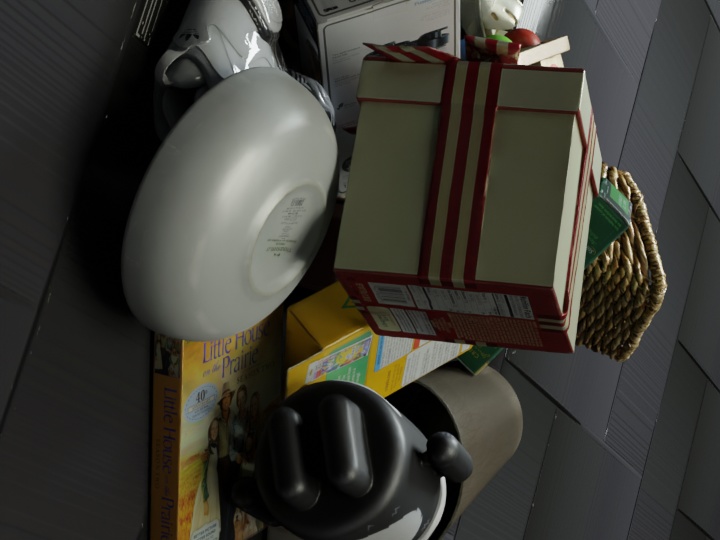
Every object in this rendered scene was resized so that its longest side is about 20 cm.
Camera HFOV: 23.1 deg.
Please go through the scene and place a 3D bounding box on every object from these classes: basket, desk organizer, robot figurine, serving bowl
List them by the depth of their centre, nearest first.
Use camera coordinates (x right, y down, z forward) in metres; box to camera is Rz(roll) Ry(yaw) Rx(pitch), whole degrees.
[{"bbox_3d":[-0.074,-0.035,1.210,0.200,0.065,0.201,-44,149,-35],"label":"serving bowl"},{"bbox_3d":[-0.006,0.159,1.349,0.125,0.149,0.200,-61,155,-9],"label":"robot figurine"},{"bbox_3d":[0.000,0.000,1.482,0.200,0.071,0.078,32,73,-61],"label":"desk organizer"},{"bbox_3d":[0.064,0.156,1.596,0.200,0.135,0.182,-25,136,-63],"label":"basket"},{"bbox_3d":[0.243,-0.020,1.796,0.200,0.148,0.144,98,15,-64],"label":"basket"}]

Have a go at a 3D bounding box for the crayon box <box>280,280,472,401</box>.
[{"bbox_3d":[0.006,0.053,1.408,0.199,0.052,0.126,-28,150,-25],"label":"crayon box"}]

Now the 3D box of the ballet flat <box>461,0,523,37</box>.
[{"bbox_3d":[0.131,-0.231,1.667,0.068,0.063,0.201,-60,147,-34],"label":"ballet flat"}]

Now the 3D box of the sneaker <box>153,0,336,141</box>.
[{"bbox_3d":[-0.088,-0.115,1.273,0.115,0.075,0.201,-60,143,-30],"label":"sneaker"}]

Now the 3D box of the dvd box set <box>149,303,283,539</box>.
[{"bbox_3d":[-0.109,0.119,1.352,0.146,0.029,0.202,-21,117,-60],"label":"dvd box set"}]

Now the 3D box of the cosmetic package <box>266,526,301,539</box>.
[{"bbox_3d":[-0.026,0.315,1.495,0.085,0.107,0.202,-13,112,-62],"label":"cosmetic package"}]

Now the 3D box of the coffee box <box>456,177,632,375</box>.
[{"bbox_3d":[0.167,0.004,1.624,0.200,0.044,0.123,-45,180,14],"label":"coffee box"}]

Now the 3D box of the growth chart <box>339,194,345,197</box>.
[{"bbox_3d":[0.032,-0.124,1.561,0.145,0.018,0.201,52,53,-56],"label":"growth chart"}]

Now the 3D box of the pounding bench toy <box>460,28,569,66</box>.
[{"bbox_3d":[0.100,-0.118,1.512,0.200,0.123,0.157,-28,107,-59],"label":"pounding bench toy"}]

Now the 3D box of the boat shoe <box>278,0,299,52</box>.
[{"bbox_3d":[0.004,-0.202,1.416,0.200,0.073,0.076,6,93,-63],"label":"boat shoe"}]

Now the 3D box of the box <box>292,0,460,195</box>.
[{"bbox_3d":[0.015,-0.157,1.357,0.201,0.116,0.060,84,-16,-54],"label":"box"}]

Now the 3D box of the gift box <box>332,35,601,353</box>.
[{"bbox_3d":[0.069,-0.060,1.273,0.185,0.198,0.188,69,30,-70],"label":"gift box"}]
